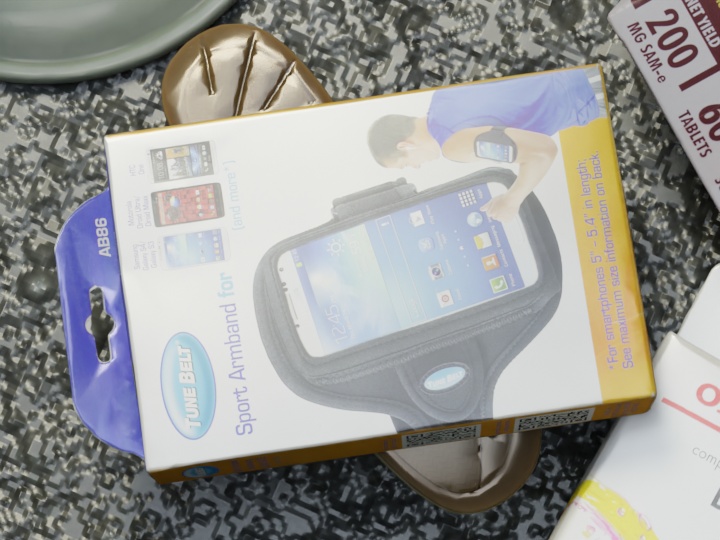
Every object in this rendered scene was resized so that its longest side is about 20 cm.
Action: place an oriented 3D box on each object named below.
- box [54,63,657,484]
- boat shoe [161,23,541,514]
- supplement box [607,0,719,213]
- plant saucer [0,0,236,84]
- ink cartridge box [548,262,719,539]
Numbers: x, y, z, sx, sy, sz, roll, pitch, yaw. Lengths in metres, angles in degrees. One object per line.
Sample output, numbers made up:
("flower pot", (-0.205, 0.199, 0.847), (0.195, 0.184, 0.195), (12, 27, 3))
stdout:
("box", (-0.005, 0.003, 0.964), (0.199, 0.041, 0.120), (-8, 79, -2))
("boat shoe", (0.000, 0.000, 1.017), (0.071, 0.065, 0.200), (-32, 80, -5))
("supplement box", (0.201, -0.096, 0.982), (0.199, 0.061, 0.109), (-30, 95, 17))
("plant saucer", (-0.121, -0.173, 1.058), (0.199, 0.050, 0.201), (-1, 82, 4))
("ink cartridge box", (0.130, 0.102, 0.993), (0.117, 0.067, 0.201), (28, 84, 8))
